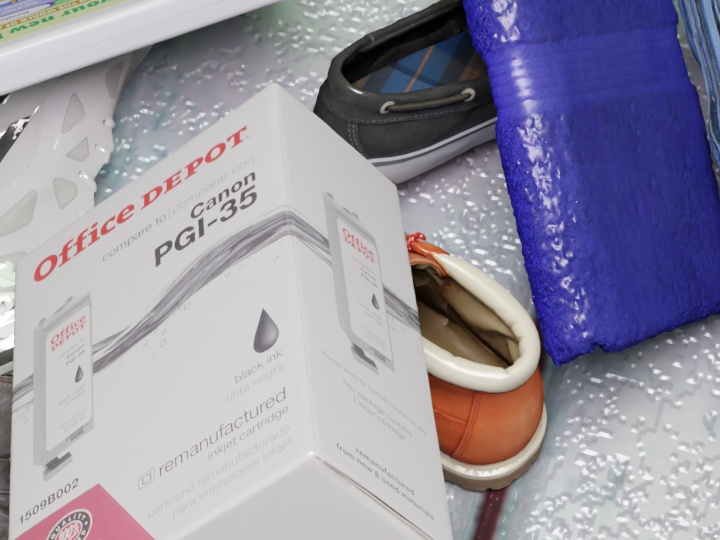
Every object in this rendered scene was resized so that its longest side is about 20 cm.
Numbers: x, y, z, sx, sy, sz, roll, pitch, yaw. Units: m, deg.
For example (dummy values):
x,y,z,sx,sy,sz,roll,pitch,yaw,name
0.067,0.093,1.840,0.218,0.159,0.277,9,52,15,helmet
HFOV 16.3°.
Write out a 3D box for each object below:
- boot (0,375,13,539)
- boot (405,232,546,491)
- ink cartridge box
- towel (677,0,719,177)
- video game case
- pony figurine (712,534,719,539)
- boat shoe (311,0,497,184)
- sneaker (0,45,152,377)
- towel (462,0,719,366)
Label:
x,y,z,sx,sy,sz,roll,pitch,yaw,name
-0.181,0.113,0.964,0.200,0.069,0.174,1,49,-23,boot
0.000,0.000,1.059,0.200,0.107,0.075,38,72,16,boot
-0.055,0.049,0.943,0.147,0.083,0.200,-33,38,22,ink cartridge box
0.182,-0.058,1.091,0.049,0.112,0.200,-20,66,22,towel
-0.131,-0.129,1.103,0.200,0.022,0.182,-20,28,-10,video game case
0.127,0.166,0.938,0.193,0.167,0.200,-37,78,-8,pony figurine
0.064,-0.100,1.115,0.200,0.057,0.069,-30,62,-26,boat shoe
-0.129,-0.023,1.098,0.115,0.076,0.201,40,66,-3,sneaker
0.092,-0.068,1.052,0.050,0.148,0.200,-13,90,35,towel
